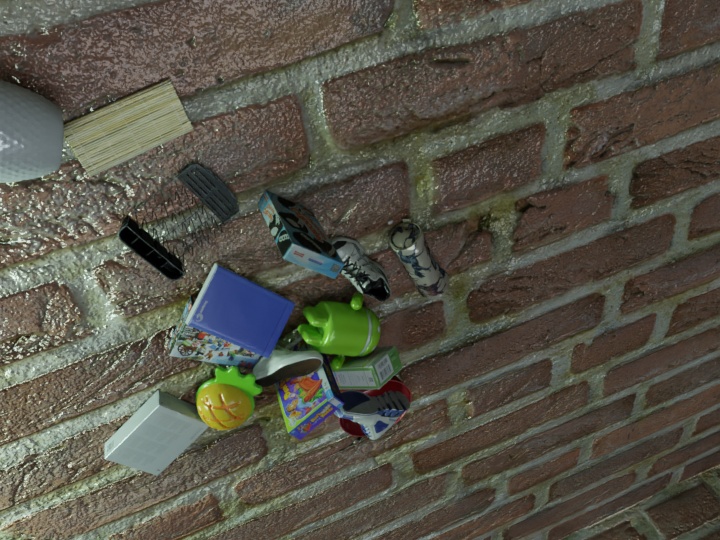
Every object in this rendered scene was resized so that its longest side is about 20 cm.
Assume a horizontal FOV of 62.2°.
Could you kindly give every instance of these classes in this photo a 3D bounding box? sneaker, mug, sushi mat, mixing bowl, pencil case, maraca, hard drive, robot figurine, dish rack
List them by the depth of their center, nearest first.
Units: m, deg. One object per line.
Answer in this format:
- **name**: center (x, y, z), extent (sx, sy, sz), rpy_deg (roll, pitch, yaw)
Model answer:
- **mug**: center (-0.541, -0.190, 0.880), extent (0.173, 0.150, 0.200), rpy_deg (1, 156, -33)
- **sushi mat**: center (-0.385, -0.235, 0.989), extent (0.197, 0.012, 0.097), rpy_deg (-26, 133, -5)
- **dish rack**: center (-0.324, -0.093, 1.099), extent (0.199, 0.055, 0.154), rpy_deg (-37, 132, 6)
- **hard drive**: center (-0.247, 0.088, 1.251), extent (0.198, 0.025, 0.134), rpy_deg (29, 86, -33)
- **sneaker**: center (0.000, 0.000, 1.297), extent (0.199, 0.088, 0.076), rpy_deg (31, 111, -37)
- **sneaker**: center (-0.169, 0.196, 1.342), extent (0.197, 0.086, 0.073), rpy_deg (-20, 141, 28)
- **pencil case**: center (0.134, -0.024, 1.348), extent (0.076, 0.091, 0.201), rpy_deg (-13, 136, 24)
- **maraca**: center (-0.301, 0.289, 1.359), extent (0.135, 0.108, 0.201), rpy_deg (26, 125, -15)
- **robot figurine**: center (-0.039, 0.134, 1.362), extent (0.197, 0.115, 0.179), rpy_deg (11, 103, -31)
- **sneaker**: center (0.019, 0.357, 1.441), extent (0.196, 0.081, 0.117), rpy_deg (7, 120, -30)
- **mixing bowl**: center (0.021, 0.318, 1.538), extent (0.196, 0.109, 0.203), rpy_deg (-13, 129, -16)

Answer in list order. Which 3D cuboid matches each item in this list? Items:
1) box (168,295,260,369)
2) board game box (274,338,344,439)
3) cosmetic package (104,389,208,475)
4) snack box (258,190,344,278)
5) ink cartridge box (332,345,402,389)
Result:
- **box**: center (-0.299, 0.139, 1.300), extent (0.197, 0.038, 0.138), rpy_deg (15, 118, -33)
- **board game box**: center (-0.126, 0.261, 1.364), extent (0.134, 0.201, 0.045), rpy_deg (-40, 131, 9)
- **cosmetic package**: center (-0.475, 0.384, 1.400), extent (0.200, 0.052, 0.150), rpy_deg (-43, 129, 11)
- **snack box**: center (-0.114, -0.070, 1.113), extent (0.115, 0.201, 0.037), rpy_deg (22, 112, -36)
- **ink cartridge box**: center (-0.010, 0.234, 1.427), extent (0.103, 0.197, 0.060), rpy_deg (-31, 105, -48)
